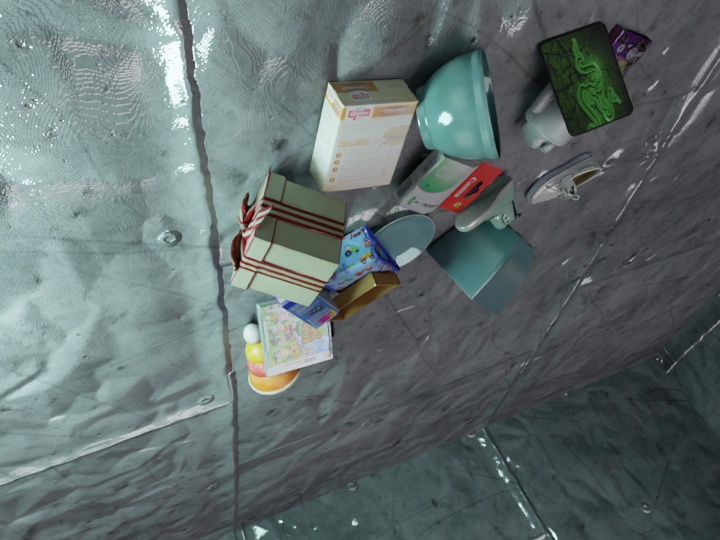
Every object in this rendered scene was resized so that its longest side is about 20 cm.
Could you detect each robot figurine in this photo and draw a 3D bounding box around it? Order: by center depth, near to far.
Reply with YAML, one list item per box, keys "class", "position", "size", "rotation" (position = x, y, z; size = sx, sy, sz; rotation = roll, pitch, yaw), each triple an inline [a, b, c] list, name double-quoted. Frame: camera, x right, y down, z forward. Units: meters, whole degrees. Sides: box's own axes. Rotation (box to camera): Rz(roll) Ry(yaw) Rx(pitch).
- class: "robot figurine"
  position: [0.436, -0.350, 1.319]
  size: [0.169, 0.113, 0.200]
  rotation: [8, 133, -42]

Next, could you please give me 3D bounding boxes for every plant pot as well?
- class: "plant pot"
  position: [0.179, -0.296, 1.145]
  size: [0.134, 0.201, 0.200]
  rotation: [-8, 152, 17]
- class: "plant pot"
  position: [0.337, -0.034, 1.621]
  size: [0.200, 0.196, 0.196]
  rotation: [-46, 145, 11]

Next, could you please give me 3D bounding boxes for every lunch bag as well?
- class: "lunch bag"
  position: [0.000, 0.000, 1.466]
  size: [0.150, 0.094, 0.200]
  rotation: [-26, 150, 13]

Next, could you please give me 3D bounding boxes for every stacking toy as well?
- class: "stacking toy"
  position: [-0.245, 0.209, 1.581]
  size: [0.146, 0.146, 0.200]
  rotation: [-24, 131, -9]

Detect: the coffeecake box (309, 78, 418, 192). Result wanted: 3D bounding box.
- class: "coffeecake box"
  position: [0.002, -0.251, 1.153]
  size: [0.153, 0.073, 0.200]
  rotation: [-11, 144, -26]

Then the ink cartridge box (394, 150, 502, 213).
- class: "ink cartridge box"
  position: [0.199, -0.181, 1.349]
  size: [0.200, 0.050, 0.161]
  rotation: [14, 137, -33]

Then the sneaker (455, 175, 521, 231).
- class: "sneaker"
  position: [0.316, -0.128, 1.494]
  size: [0.200, 0.074, 0.118]
  rotation: [-42, 127, -22]

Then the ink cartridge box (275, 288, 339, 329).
- class: "ink cartridge box"
  position: [-0.146, 0.034, 1.374]
  size: [0.076, 0.137, 0.200]
  rotation: [-38, 147, 4]

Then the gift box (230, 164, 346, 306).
- class: "gift box"
  position: [-0.139, -0.071, 1.157]
  size: [0.186, 0.185, 0.200]
  rotation: [17, 137, -16]

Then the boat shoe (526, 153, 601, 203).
- class: "boat shoe"
  position: [0.539, -0.220, 1.607]
  size: [0.202, 0.086, 0.075]
  rotation: [-30, 148, 1]

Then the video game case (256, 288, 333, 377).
- class: "video game case"
  position: [-0.160, 0.154, 1.534]
  size: [0.182, 0.022, 0.201]
  rotation: [-13, 114, -23]

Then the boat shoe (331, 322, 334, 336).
- class: "boat shoe"
  position: [-0.131, 0.133, 1.596]
  size: [0.075, 0.062, 0.200]
  rotation: [-38, 145, 15]

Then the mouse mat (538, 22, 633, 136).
- class: "mouse mat"
  position: [0.457, -0.387, 1.241]
  size: [0.161, 0.200, 0.008]
  rotation: [-23, -174, -12]

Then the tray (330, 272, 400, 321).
- class: "tray"
  position: [-0.010, 0.065, 1.478]
  size: [0.200, 0.037, 0.099]
  rotation: [-33, 160, 33]

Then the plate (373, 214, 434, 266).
- class: "plate"
  position: [0.091, -0.072, 1.519]
  size: [0.200, 0.026, 0.200]
  rotation: [-21, 147, -14]

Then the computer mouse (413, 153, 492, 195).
- class: "computer mouse"
  position: [0.201, -0.215, 1.389]
  size: [0.199, 0.053, 0.139]
  rotation: [-4, 144, -15]

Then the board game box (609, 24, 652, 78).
- class: "board game box"
  position: [0.541, -0.437, 1.364]
  size: [0.120, 0.032, 0.200]
  rotation: [2, 137, -33]
